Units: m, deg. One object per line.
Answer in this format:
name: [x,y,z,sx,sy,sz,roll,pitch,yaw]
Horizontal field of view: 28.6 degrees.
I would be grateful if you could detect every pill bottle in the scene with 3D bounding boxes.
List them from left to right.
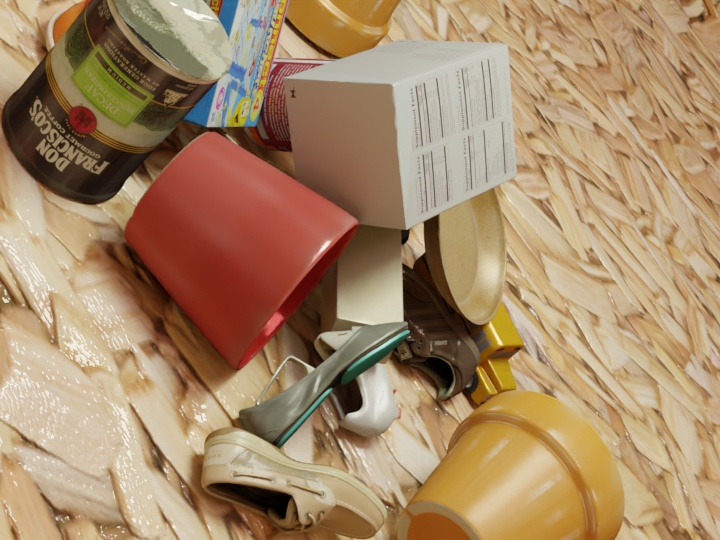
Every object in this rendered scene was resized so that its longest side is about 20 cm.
pill bottle: [-0.039,-0.192,1.664,0.112,0.199,0.114,-12,106,-47]

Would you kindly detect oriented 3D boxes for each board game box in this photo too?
board game box: [-0.140,-0.260,1.553,0.055,0.202,0.196,17,9,9]

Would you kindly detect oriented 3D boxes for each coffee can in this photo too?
coffee can: [-0.244,-0.186,1.413,0.146,0.200,0.147,32,35,-25]

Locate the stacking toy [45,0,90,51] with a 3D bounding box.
stacking toy: [-0.232,-0.279,1.527,0.146,0.200,0.147,33,34,-26]

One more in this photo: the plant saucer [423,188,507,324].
plant saucer: [0.120,-0.036,1.667,0.200,0.035,0.202,19,68,-60]

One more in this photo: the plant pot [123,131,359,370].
plant pot: [-0.127,-0.031,1.421,0.177,0.201,0.200,41,31,3]

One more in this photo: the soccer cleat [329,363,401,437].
soccer cleat: [-0.011,0.087,1.548,0.077,0.069,0.201,14,48,-40]

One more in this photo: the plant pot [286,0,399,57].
plant pot: [-0.004,-0.433,1.986,0.199,0.183,0.201,32,35,-26]

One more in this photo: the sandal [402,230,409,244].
sandal: [-0.002,-0.057,1.705,0.075,0.045,0.199,24,19,32]

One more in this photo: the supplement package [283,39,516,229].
supplement package: [0.045,-0.150,1.498,0.199,0.151,0.152,-26,117,-45]

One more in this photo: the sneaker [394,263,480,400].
sneaker: [0.062,0.067,1.647,0.200,0.070,0.076,44,52,-16]

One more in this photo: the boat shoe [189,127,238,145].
boat shoe: [-0.113,-0.082,1.583,0.200,0.065,0.072,42,29,-2]

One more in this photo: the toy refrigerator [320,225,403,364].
toy refrigerator: [0.000,0.000,1.544,0.075,0.070,0.201,11,49,-14]

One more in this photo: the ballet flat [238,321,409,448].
ballet flat: [-0.038,0.098,1.416,0.200,0.067,0.064,-40,80,-18]

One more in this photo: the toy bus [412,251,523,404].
toy bus: [0.137,0.063,1.747,0.065,0.078,0.201,3,54,-50]

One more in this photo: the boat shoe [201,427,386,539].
boat shoe: [-0.065,0.219,1.340,0.199,0.071,0.065,26,43,-20]

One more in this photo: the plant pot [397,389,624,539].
plant pot: [0.142,0.253,1.462,0.183,0.200,0.201,-29,80,-43]
